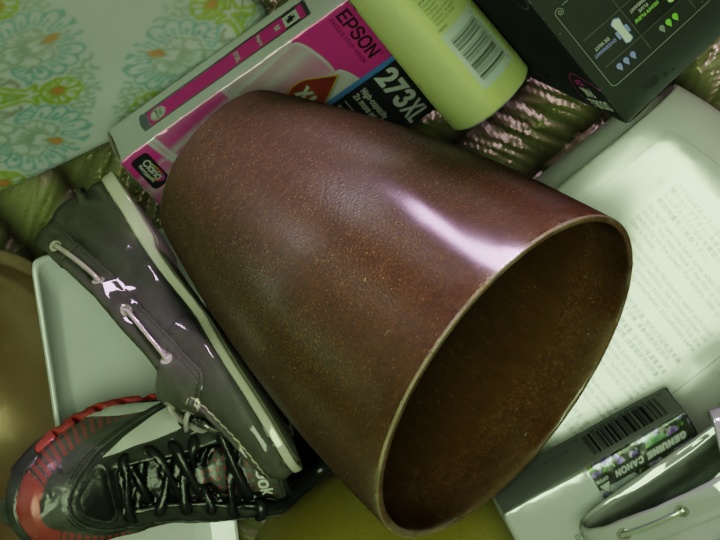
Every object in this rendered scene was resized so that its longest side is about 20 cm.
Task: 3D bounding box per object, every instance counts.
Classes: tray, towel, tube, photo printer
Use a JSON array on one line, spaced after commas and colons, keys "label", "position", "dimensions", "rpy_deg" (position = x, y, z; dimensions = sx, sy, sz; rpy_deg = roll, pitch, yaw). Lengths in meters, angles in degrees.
[{"label": "tray", "position": [-0.124, 0.081, 1.572], "dimensions": [0.107, 0.022, 0.200], "rpy_deg": [-14, 101, -38]}, {"label": "towel", "position": [-0.160, -0.127, 1.503], "dimensions": [0.200, 0.171, 0.048], "rpy_deg": [-24, 56, 8]}, {"label": "tube", "position": [0.005, -0.160, 1.459], "dimensions": [0.052, 0.058, 0.200], "rpy_deg": [-43, 109, -7]}, {"label": "photo printer", "position": [0.147, 0.012, 1.538], "dimensions": [0.200, 0.069, 0.166], "rpy_deg": [-40, 94, 9]}]

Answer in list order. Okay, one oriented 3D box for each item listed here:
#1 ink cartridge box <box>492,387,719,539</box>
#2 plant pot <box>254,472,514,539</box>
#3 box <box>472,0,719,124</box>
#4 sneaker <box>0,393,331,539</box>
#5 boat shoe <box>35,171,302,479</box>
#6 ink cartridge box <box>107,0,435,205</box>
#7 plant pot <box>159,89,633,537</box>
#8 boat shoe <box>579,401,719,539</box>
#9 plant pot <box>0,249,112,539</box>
[{"label": "ink cartridge box", "position": [0.161, 0.174, 1.513], "dimensions": [0.109, 0.050, 0.200], "rpy_deg": [-29, 106, 0]}, {"label": "plant pot", "position": [0.010, 0.213, 1.527], "dimensions": [0.200, 0.142, 0.201], "rpy_deg": [3, 102, 13]}, {"label": "box", "position": [0.092, -0.195, 1.435], "dimensions": [0.124, 0.149, 0.200], "rpy_deg": [-43, 113, -3]}, {"label": "sneaker", "position": [-0.088, 0.100, 1.518], "dimensions": [0.200, 0.098, 0.071], "rpy_deg": [-16, 104, -25]}, {"label": "boat shoe", "position": [-0.099, 0.038, 1.480], "dimensions": [0.057, 0.067, 0.200], "rpy_deg": [-36, 63, 1]}, {"label": "ink cartridge box", "position": [-0.027, -0.094, 1.531], "dimensions": [0.200, 0.037, 0.095], "rpy_deg": [-36, 130, 7]}, {"label": "plant pot", "position": [0.000, 0.000, 1.448], "dimensions": [0.200, 0.187, 0.187], "rpy_deg": [36, 101, 25]}, {"label": "boat shoe", "position": [0.197, 0.092, 1.429], "dimensions": [0.200, 0.074, 0.067], "rpy_deg": [-41, 106, 7]}, {"label": "plant pot", "position": [-0.233, 0.087, 1.547], "dimensions": [0.093, 0.201, 0.201], "rpy_deg": [2, 102, 46]}]
